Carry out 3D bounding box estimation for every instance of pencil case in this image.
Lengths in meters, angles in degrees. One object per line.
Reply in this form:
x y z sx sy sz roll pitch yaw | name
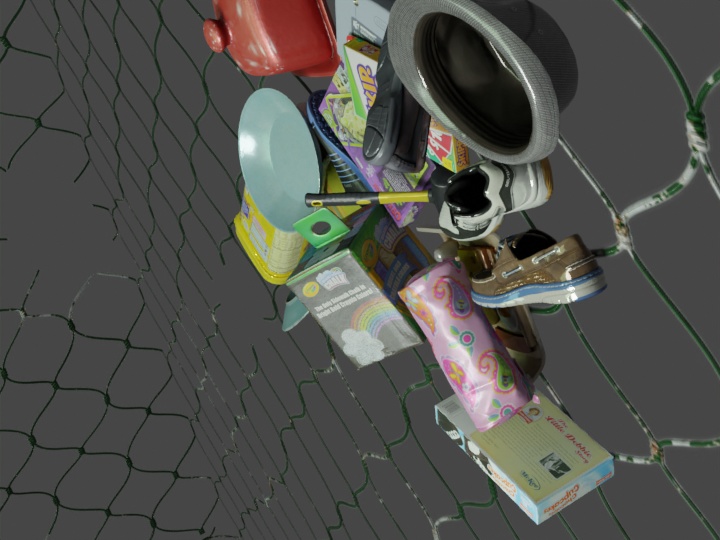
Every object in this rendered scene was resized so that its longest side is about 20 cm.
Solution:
0.124 0.084 1.309 0.201 0.087 0.087 59 160 3 | pencil case

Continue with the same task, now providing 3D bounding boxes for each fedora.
0.126 -0.196 1.062 0.200 0.090 0.177 39 154 26 | fedora

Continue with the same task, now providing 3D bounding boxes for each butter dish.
-0.133 -0.325 1.465 0.200 0.147 0.201 18 132 63 | butter dish

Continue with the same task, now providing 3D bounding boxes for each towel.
-0.022 -0.115 1.644 0.086 0.018 0.200 57 159 7 | towel

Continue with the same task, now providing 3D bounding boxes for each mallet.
0.029 -0.093 1.332 0.066 0.198 0.041 81 -163 -47 | mallet

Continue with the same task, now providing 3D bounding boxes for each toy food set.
0.137 0.038 1.370 0.143 0.060 0.201 8 122 67 | toy food set

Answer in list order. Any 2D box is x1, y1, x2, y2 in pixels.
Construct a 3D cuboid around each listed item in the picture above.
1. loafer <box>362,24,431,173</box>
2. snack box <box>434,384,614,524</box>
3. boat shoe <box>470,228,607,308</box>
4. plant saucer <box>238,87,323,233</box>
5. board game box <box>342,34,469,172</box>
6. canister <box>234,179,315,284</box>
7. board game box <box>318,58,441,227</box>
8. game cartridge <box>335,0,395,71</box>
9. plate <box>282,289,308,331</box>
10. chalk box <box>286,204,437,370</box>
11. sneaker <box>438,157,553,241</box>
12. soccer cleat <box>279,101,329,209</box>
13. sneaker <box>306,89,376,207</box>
0.053 -0.196 1.170 0.072 0.063 0.202 -4 70 62 | loafer
0.192 0.200 1.354 0.200 0.116 0.037 43 152 45 | snack box
0.182 -0.006 1.207 0.199 0.072 0.073 -8 102 58 | boat shoe
-0.101 -0.154 1.573 0.201 0.038 0.203 29 127 47 | plant saucer
0.044 -0.189 1.263 0.200 0.030 0.096 38 149 43 | board game box
-0.137 -0.085 1.864 0.149 0.086 0.200 57 158 17 | canister
0.025 -0.167 1.402 0.201 0.032 0.120 57 140 20 | board game box
0.044 -0.240 1.275 0.200 0.041 0.134 44 148 31 | game cartridge
-0.056 0.000 1.613 0.026 0.201 0.200 37 162 -9 | plate
0.000 0.000 1.440 0.124 0.124 0.200 -25 110 39 | chalk box
0.117 -0.081 1.202 0.200 0.087 0.076 144 115 -63 | sneaker
-0.078 -0.142 1.629 0.078 0.069 0.201 -129 36 -51 | soccer cleat
-0.012 -0.145 1.500 0.201 0.070 0.078 55 151 19 | sneaker
